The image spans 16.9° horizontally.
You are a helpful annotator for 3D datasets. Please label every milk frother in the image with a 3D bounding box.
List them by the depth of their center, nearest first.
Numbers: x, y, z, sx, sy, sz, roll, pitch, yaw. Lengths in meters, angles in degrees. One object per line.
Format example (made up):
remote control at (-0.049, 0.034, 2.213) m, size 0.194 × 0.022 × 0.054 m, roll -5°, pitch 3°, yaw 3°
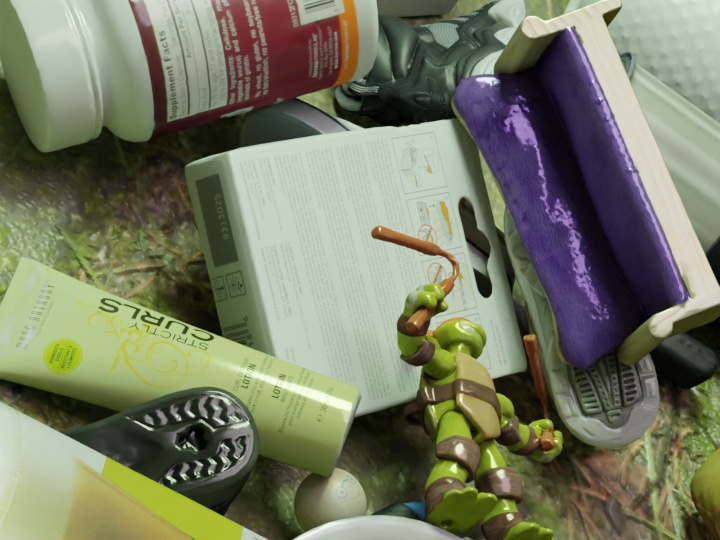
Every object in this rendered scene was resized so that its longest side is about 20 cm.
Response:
milk frother at (0.227, -0.045, 1.542) m, size 0.188 × 0.200 × 0.181 m, roll 34°, pitch 46°, yaw -9°

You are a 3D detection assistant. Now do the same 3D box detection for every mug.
mug at (0.233, -0.165, 1.707) m, size 0.175 × 0.148 × 0.200 m, roll 28°, pitch 12°, yaw -5°

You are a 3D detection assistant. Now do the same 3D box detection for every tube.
tube at (-0.101, 0.055, 1.290) m, size 0.199 × 0.052 × 0.058 m, roll 19°, pitch 14°, yaw 2°

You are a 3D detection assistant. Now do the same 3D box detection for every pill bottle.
pill bottle at (-0.100, -0.139, 1.388) m, size 0.199 × 0.114 × 0.114 m, roll -17°, pitch 65°, yaw -17°

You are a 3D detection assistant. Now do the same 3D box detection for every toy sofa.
toy sofa at (0.135, -0.048, 1.405) m, size 0.097 × 0.083 × 0.201 m, roll -20°, pitch 81°, yaw -13°

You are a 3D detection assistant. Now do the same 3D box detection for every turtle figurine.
turtle figurine at (0.054, 0.077, 1.344) m, size 0.200 × 0.064 × 0.162 m, roll 49°, pitch 25°, yaw -42°

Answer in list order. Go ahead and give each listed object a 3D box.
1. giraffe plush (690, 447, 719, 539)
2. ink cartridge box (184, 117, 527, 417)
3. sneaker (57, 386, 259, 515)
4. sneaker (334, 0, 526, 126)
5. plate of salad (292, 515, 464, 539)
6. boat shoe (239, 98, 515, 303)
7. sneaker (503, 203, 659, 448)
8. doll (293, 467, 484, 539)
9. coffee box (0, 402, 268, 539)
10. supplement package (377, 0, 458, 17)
giraffe plush at (0.299, 0.128, 1.418) m, size 0.172 × 0.201 × 0.162 m, roll 11°, pitch 18°, yaw -6°
ink cartridge box at (0.000, 0.000, 1.400) m, size 0.200 × 0.050 × 0.163 m, roll -11°, pitch 87°, yaw -46°
sneaker at (-0.151, 0.119, 1.213) m, size 0.199 × 0.114 × 0.076 m, roll -13°, pitch 66°, yaw -13°
sneaker at (0.045, -0.140, 1.570) m, size 0.113 × 0.076 × 0.200 m, roll 11°, pitch 21°, yaw 3°
plate of salad at (0.021, 0.221, 1.234) m, size 0.199 × 0.048 × 0.201 m, roll 9°, pitch 68°, yaw -22°
boat shoe at (0.018, -0.053, 1.480) m, size 0.202 × 0.075 × 0.086 m, roll 35°, pitch 42°, yaw -13°
sneaker at (0.124, 0.016, 1.484) m, size 0.078 × 0.099 × 0.201 m, roll -6°, pitch 78°, yaw -8°
doll at (0.043, 0.179, 1.319) m, size 0.200 × 0.048 × 0.137 m, roll 40°, pitch 49°, yaw -4°
coffee box at (-0.176, 0.198, 1.019) m, size 0.197 × 0.200 × 0.200 m, roll 29°, pitch 42°, yaw -14°
supplement package at (0.000, -0.252, 1.572) m, size 0.200 × 0.156 × 0.111 m, roll -9°, pitch 61°, yaw -41°
